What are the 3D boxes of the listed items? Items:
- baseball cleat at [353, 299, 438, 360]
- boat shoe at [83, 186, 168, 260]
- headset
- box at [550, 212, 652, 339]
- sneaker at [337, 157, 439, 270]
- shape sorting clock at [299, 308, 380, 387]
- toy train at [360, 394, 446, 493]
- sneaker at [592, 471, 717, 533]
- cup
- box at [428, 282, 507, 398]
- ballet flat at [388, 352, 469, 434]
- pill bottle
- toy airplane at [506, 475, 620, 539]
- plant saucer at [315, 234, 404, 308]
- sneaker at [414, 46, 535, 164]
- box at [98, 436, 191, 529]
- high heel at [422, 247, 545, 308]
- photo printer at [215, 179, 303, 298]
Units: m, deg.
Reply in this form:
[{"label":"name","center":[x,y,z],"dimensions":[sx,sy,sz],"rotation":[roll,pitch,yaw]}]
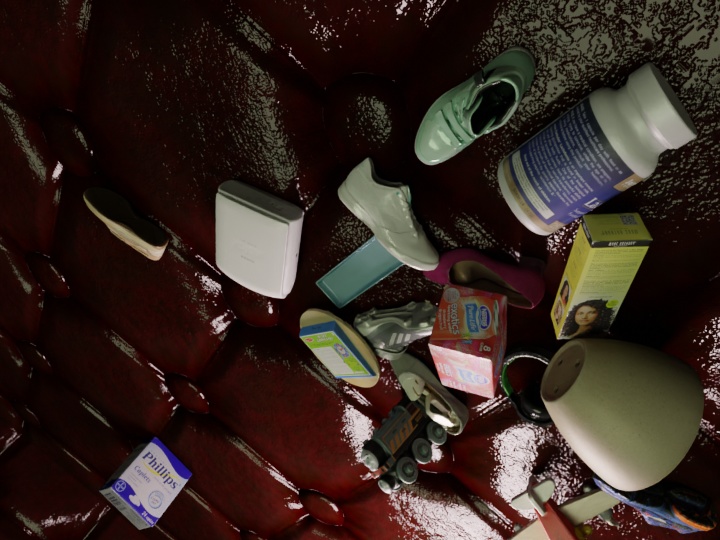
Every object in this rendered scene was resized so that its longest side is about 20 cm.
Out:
[{"label":"baseball cleat","center":[0.081,0.110,0.938],"dimensions":[0.197,0.070,0.108],"rotation":[-3,127,42]},{"label":"boat shoe","center":[-0.504,-0.096,1.104],"dimensions":[0.199,0.072,0.065],"rotation":[39,131,-3]},{"label":"headset","center":[0.325,0.210,0.877],"dimensions":[0.201,0.093,0.124],"rotation":[49,133,11]},{"label":"box","center":[0.317,0.015,0.702],"dimensions":[0.073,0.051,0.202],"rotation":[-3,136,4]},{"label":"sneaker","center":[0.058,-0.088,0.802],"dimensions":[0.200,0.075,0.089],"rotation":[43,116,1]},{"label":"shape sorting clock","center":[-0.042,0.154,1.030],"dimensions":[0.197,0.039,0.202],"rotation":[28,146,20]},{"label":"toy train","center":[0.083,0.329,1.002],"dimensions":[0.114,0.199,0.086],"rotation":[47,138,9]},{"label":"sneaker","center":[0.498,0.402,0.901],"dimensions":[0.197,0.076,0.079],"rotation":[24,134,14]},{"label":"cup","center":[0.342,0.177,0.733],"dimensions":[0.141,0.202,0.202],"rotation":[30,132,-1]},{"label":"box","center":[0.172,0.115,0.808],"dimensions":[0.094,0.101,0.201],"rotation":[12,155,21]},{"label":"ballet flat","center":[0.127,0.235,0.992],"dimensions":[0.199,0.064,0.067],"rotation":[42,132,-3]},{"label":"pill bottle","center":[0.272,-0.138,0.615],"dimensions":[0.116,0.116,0.199],"rotation":[46,132,-9]},{"label":"toy airplane","center":[0.384,0.489,0.999],"dimensions":[0.197,0.140,0.204],"rotation":[8,88,34]},{"label":"plant saucer","center":[0.000,0.000,0.929],"dimensions":[0.070,0.019,0.199],"rotation":[47,130,-8]},{"label":"sneaker","center":[0.126,-0.190,0.658],"dimensions":[0.074,0.119,0.200],"rotation":[43,133,-9]},{"label":"box","center":[-0.678,0.672,1.652],"dimensions":[0.104,0.201,0.185],"rotation":[-29,106,38]},{"label":"high heel","center":[0.177,0.015,0.788],"dimensions":[0.196,0.096,0.069],"rotation":[-3,121,30]},{"label":"photo printer","center":[-0.192,-0.047,0.966],"dimensions":[0.164,0.070,0.203],"rotation":[24,130,12]}]
